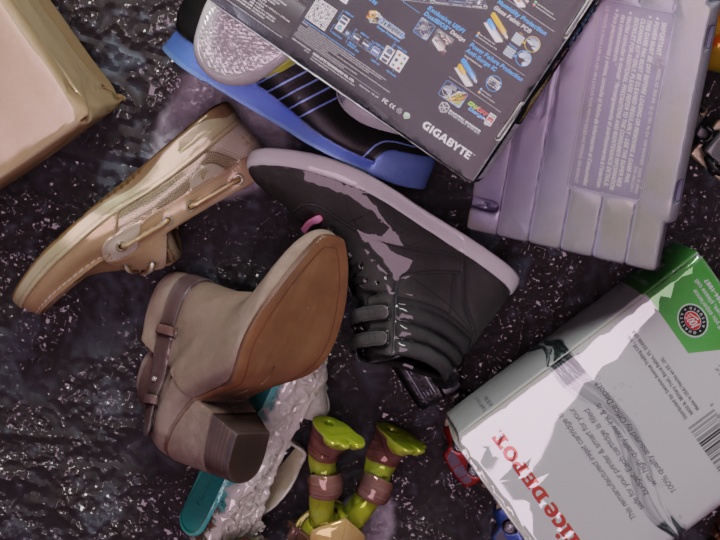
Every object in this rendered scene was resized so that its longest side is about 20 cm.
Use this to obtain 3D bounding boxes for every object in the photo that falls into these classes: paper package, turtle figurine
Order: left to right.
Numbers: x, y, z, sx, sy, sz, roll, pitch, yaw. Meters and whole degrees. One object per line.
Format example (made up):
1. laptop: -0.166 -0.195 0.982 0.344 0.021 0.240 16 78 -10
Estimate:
1. paper package: -0.294 -0.130 1.429 0.199 0.104 0.191 -33 96 13
2. turtle figurine: -0.010 0.184 1.492 0.198 0.064 0.163 14 107 -18

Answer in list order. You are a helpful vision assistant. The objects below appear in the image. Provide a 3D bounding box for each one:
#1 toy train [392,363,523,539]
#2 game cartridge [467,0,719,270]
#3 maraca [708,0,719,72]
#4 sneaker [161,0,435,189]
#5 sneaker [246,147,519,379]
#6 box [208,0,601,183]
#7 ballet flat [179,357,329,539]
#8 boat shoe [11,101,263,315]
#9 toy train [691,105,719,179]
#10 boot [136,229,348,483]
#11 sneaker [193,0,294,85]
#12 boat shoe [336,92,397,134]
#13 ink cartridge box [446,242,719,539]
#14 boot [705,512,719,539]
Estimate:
1. toy train: 0.079 0.124 1.484 0.046 0.034 0.201 -30 98 15
2. game cartridge: 0.144 -0.109 1.324 0.128 0.038 0.202 12 108 8
3. maraca: 0.233 -0.176 1.352 0.200 0.107 0.138 39 143 10
4. sneaker: -0.029 -0.129 1.419 0.199 0.070 0.078 30 101 -4
5. sneaker: 0.000 0.000 1.415 0.199 0.071 0.100 30 74 -9
6. box: 0.031 -0.172 1.282 0.199 0.046 0.160 34 99 5
7. ballet flat: -0.060 0.105 1.487 0.071 0.072 0.201 26 106 -1
8. boat shoe: -0.148 -0.027 1.453 0.200 0.071 0.065 -39 96 11
9. toy train: 0.241 -0.072 1.405 0.199 0.046 0.034 39 97 -9
10. boot: -0.089 0.038 1.431 0.070 0.146 0.201 14 107 -38
11. sneaker: -0.027 -0.191 1.375 0.076 0.105 0.200 43 86 3
12. boat shoe: 0.087 -0.118 1.383 0.198 0.071 0.070 12 138 -12
13. ink cartridge box: 0.175 0.100 1.426 0.199 0.083 0.147 -36 98 0
14. boot: 0.307 0.172 1.455 0.107 0.075 0.201 34 106 -12
